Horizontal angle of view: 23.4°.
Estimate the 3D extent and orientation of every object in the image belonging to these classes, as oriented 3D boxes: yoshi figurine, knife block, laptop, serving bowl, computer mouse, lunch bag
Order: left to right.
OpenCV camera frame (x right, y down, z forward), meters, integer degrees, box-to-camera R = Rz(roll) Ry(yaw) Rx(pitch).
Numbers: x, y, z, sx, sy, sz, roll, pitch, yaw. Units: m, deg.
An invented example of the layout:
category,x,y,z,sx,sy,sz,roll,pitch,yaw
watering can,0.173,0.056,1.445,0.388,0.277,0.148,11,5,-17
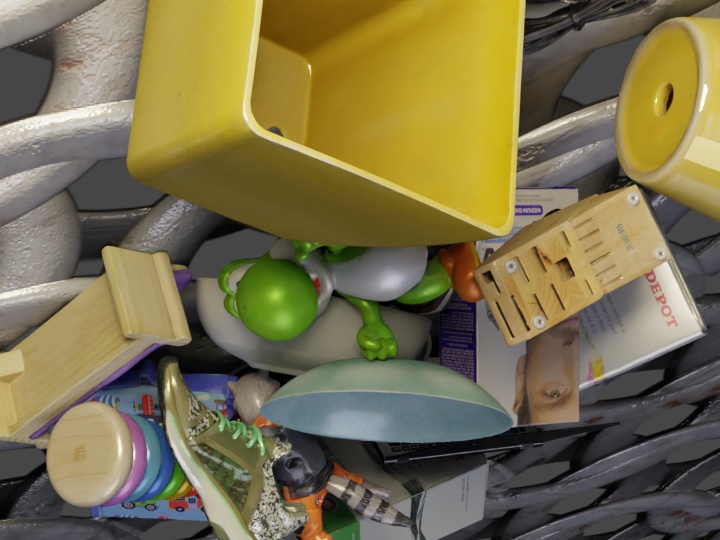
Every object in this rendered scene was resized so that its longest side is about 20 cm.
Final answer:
category,x,y,z,sx,sy,sz,roll,pitch,yaw
lunch bag,-0.181,0.143,1.601,0.150,0.094,0.200,2,142,4
serving bowl,-0.043,0.056,1.444,0.199,0.066,0.200,10,176,1
yoshi figurine,-0.010,0.008,1.289,0.199,0.113,0.112,-14,162,7
laptop,0.108,0.120,1.674,0.187,0.200,0.116,-2,134,-30
computer mouse,0.102,-0.205,1.175,0.140,0.046,0.200,-21,158,30
knife block,0.151,-0.008,1.357,0.200,0.064,0.175,-28,-177,-21

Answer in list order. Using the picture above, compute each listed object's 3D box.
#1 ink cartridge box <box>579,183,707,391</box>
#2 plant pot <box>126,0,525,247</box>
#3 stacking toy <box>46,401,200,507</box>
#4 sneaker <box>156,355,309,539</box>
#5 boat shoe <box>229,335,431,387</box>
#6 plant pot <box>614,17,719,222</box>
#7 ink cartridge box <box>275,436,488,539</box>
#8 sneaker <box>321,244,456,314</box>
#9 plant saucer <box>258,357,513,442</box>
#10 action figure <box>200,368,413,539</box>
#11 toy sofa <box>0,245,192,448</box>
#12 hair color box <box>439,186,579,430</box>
category,x,y,z,sx,sy,sz,roll,pitch,yaw
ink cartridge box,0.192,0.030,1.557,0.199,0.146,0.087,-26,172,14
plant pot,-0.034,-0.120,1.059,0.200,0.201,0.176,21,155,-36
stacking toy,-0.175,0.165,1.485,0.085,0.086,0.200,-30,156,23
sneaker,-0.104,0.147,1.424,0.088,0.077,0.201,-26,112,-5
boat shoe,-0.032,0.090,1.630,0.199,0.073,0.062,-17,158,10
plant pot,0.308,-0.113,1.339,0.188,0.201,0.201,12,144,-20
ink cartridge box,0.007,0.212,1.724,0.199,0.147,0.083,-20,131,-25
sneaker,0.000,0.000,1.422,0.115,0.076,0.200,3,171,-22
plant saucer,0.021,0.099,1.366,0.200,0.039,0.201,4,164,1
action figure,-0.039,0.153,1.521,0.104,0.200,0.194,-20,118,45
toy sofa,-0.222,0.068,1.443,0.200,0.083,0.097,-36,148,31
hair color box,0.126,0.030,1.467,0.109,0.201,0.065,-2,-176,-31
